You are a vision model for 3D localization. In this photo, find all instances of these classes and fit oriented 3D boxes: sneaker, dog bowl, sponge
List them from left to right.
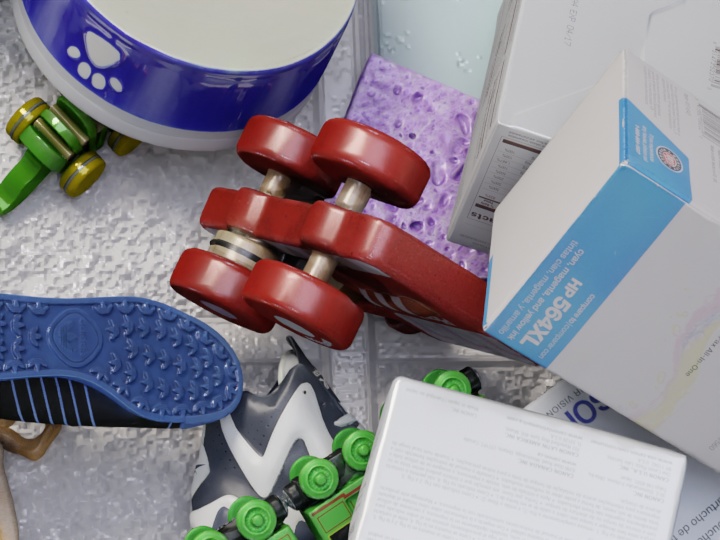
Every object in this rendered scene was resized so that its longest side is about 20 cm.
[{"bbox_3d":[-0.165,0.051,1.183,0.199,0.078,0.071,13,70,-29],"label":"sneaker"},{"bbox_3d":[-0.103,-0.175,1.273,0.198,0.079,0.202,12,54,-17],"label":"dog bowl"},{"bbox_3d":[-0.004,0.098,1.239,0.197,0.080,0.131,-7,83,0],"label":"sneaker"},{"bbox_3d":[0.075,-0.044,1.320,0.199,0.030,0.112,23,71,-1],"label":"sponge"}]

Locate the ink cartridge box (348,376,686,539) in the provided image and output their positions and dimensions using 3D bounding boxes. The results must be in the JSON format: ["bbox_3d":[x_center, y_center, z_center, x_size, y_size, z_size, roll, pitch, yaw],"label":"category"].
[{"bbox_3d":[0.067,0.170,1.098,0.161,0.057,0.202,15,75,2],"label":"ink cartridge box"}]

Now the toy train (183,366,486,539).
[{"bbox_3d":[-0.009,0.122,1.176,0.199,0.042,0.057,-32,95,-11],"label":"toy train"}]

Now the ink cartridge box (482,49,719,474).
[{"bbox_3d":[0.182,0.007,1.127,0.199,0.125,0.129,32,30,-12],"label":"ink cartridge box"}]

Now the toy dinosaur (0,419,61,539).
[{"bbox_3d":[-0.219,0.108,1.225,0.106,0.060,0.200,-37,72,-4],"label":"toy dinosaur"}]

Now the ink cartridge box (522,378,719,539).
[{"bbox_3d":[0.129,0.168,1.148,0.196,0.043,0.200,-36,76,-16],"label":"ink cartridge box"}]

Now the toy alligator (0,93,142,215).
[{"bbox_3d":[-0.148,-0.109,1.292,0.059,0.054,0.200,45,73,6],"label":"toy alligator"}]

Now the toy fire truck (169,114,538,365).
[{"bbox_3d":[0.000,0.000,1.220,0.167,0.199,0.113,33,78,-31],"label":"toy fire truck"}]

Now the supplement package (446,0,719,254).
[{"bbox_3d":[0.153,-0.099,1.273,0.154,0.111,0.201,17,50,-3],"label":"supplement package"}]
